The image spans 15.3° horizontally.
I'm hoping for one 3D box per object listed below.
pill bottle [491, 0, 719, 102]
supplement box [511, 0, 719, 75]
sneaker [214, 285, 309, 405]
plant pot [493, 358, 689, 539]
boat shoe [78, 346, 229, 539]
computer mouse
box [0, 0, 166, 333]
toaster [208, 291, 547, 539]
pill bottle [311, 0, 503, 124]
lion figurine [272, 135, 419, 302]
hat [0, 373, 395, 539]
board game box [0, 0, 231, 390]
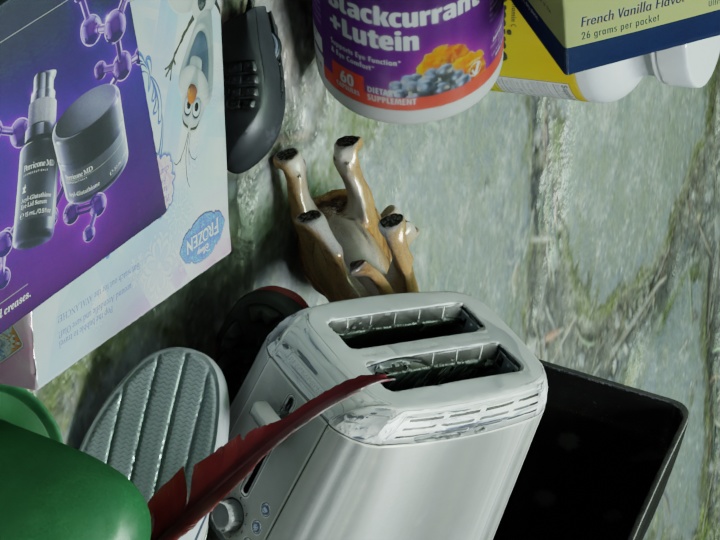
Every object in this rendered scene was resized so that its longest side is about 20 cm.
[{"bbox_3d":[0.117,-0.162,1.644,0.112,0.199,0.112,8,90,-67],"label":"pill bottle"},{"bbox_3d":[0.136,-0.256,1.503,0.200,0.134,0.200,-120,-162,-50],"label":"supplement box"},{"bbox_3d":[-0.031,0.066,1.543,0.201,0.071,0.098,74,33,-47],"label":"sneaker"},{"bbox_3d":[0.079,0.182,1.706,0.178,0.199,0.200,92,21,-44],"label":"plant pot"},{"bbox_3d":[-0.118,0.137,1.386,0.067,0.073,0.201,49,62,-79],"label":"boat shoe"},{"bbox_3d":[-0.048,-0.151,1.479,0.059,0.034,0.201,18,80,-66],"label":"computer mouse"},{"bbox_3d":[-0.179,-0.044,1.104,0.200,0.079,0.142,-39,132,-39],"label":"box"},{"bbox_3d":[0.015,0.090,1.429,0.200,0.114,0.129,-6,131,-39],"label":"toaster"},{"bbox_3d":[0.025,-0.188,1.502,0.200,0.111,0.112,86,25,-47],"label":"pill bottle"},{"bbox_3d":[0.000,0.000,1.528,0.200,0.072,0.123,-99,174,-62],"label":"lion figurine"},{"bbox_3d":[-0.108,0.137,1.245,0.166,0.176,0.201,4,92,-65],"label":"hat"},{"bbox_3d":[-0.128,-0.071,1.305,0.200,0.043,0.200,-38,131,-58],"label":"board game box"}]
